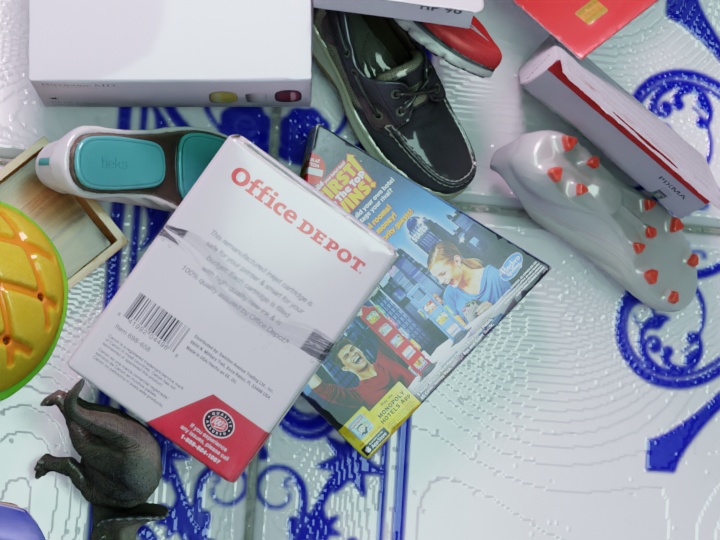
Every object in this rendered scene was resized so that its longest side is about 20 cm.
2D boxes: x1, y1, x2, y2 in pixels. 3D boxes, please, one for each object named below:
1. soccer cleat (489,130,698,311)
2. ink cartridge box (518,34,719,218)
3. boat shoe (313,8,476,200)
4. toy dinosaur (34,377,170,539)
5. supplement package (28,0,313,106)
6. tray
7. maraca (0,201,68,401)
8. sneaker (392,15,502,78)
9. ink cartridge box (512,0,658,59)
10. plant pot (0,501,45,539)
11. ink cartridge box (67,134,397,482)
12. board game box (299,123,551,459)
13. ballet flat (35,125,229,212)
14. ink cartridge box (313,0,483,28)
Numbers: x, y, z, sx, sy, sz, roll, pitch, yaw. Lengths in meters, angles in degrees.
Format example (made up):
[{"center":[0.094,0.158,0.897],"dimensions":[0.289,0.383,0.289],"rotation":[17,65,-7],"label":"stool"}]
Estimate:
[{"center":[0.182,-0.039,1.785],"dimensions":[0.200,0.078,0.069],"rotation":[41,67,-27],"label":"soccer cleat"},{"center":[0.191,-0.097,1.724],"dimensions":[0.161,0.200,0.050],"rotation":[39,105,-7],"label":"ink cartridge box"},{"center":[0.023,-0.142,1.748],"dimensions":[0.072,0.065,0.200],"rotation":[-35,92,-30],"label":"boat shoe"},{"center":[-0.173,0.129,1.642],"dimensions":[0.102,0.200,0.077],"rotation":[29,49,13],"label":"toy dinosaur"},{"center":[-0.134,-0.201,1.677],"dimensions":[0.200,0.111,0.156],"rotation":[0,84,-1],"label":"supplement package"},{"center":[-0.275,0.004,1.678],"dimensions":[0.200,0.037,0.099],"rotation":[-40,94,-16],"label":"tray"},{"center":[-0.279,0.037,1.590],"dimensions":[0.137,0.107,0.200],"rotation":[41,58,-11],"label":"maraca"},{"center":[0.049,-0.233,1.731],"dimensions":[0.085,0.077,0.200],"rotation":[-38,77,20],"label":"sneaker"},{"center":[0.179,-0.274,1.770],"dimensions":[0.200,0.045,0.176],"rotation":[-38,56,-15],"label":"ink cartridge box"},{"center":[-0.317,0.240,1.564],"dimensions":[0.200,0.200,0.180],"rotation":[12,74,-12],"label":"plant pot"},{"center":[-0.087,0.023,1.641],"dimensions":[0.144,0.084,0.200],"rotation":[36,95,-3],"label":"ink cartridge box"},{"center":[0.000,0.000,1.731],"dimensions":[0.200,0.062,0.200],"rotation":[45,81,-3],"label":"board game box"},{"center":[-0.150,-0.072,1.693],"dimensions":[0.200,0.069,0.070],"rotation":[6,81,-44],"label":"ballet flat"},{"center":[0.028,-0.241,1.641],"dimensions":[0.116,0.068,0.200],"rotation":[7,53,-5],"label":"ink cartridge box"}]
